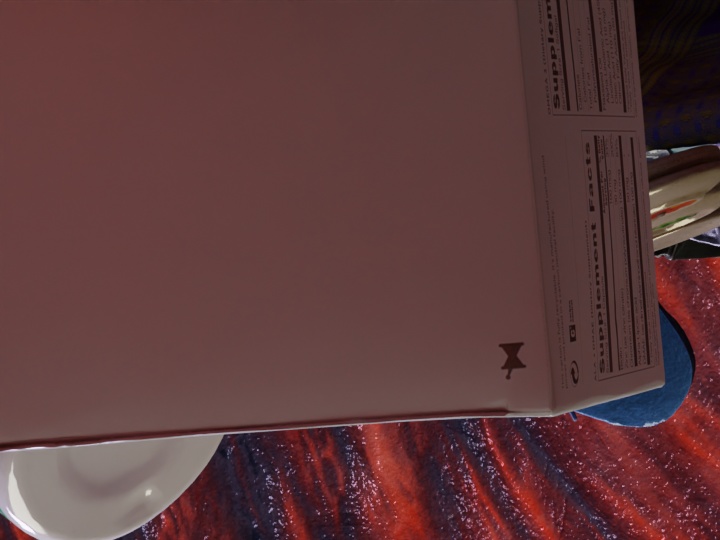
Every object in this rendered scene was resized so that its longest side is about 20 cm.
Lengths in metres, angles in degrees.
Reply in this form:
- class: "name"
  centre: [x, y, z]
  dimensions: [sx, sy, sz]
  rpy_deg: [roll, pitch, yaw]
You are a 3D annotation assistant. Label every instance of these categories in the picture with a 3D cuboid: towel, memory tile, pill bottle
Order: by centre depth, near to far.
- class: "towel"
  centre: [0.124, -0.084, 1.023]
  dimensions: [0.200, 0.023, 0.144]
  rpy_deg: [-3, -149, 36]
- class: "memory tile"
  centre: [0.034, 0.005, 1.023]
  dimensions: [0.200, 0.017, 0.153]
  rpy_deg: [-21, 174, 6]
- class: "pill bottle"
  centre: [-0.150, 0.015, 1.194]
  dimensions: [0.113, 0.113, 0.200]
  rpy_deg: [-5, -150, -43]

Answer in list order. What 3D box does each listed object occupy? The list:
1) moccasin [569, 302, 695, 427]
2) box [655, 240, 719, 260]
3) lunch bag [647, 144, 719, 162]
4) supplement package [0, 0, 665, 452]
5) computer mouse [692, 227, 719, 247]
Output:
- class: "moccasin"
  centre: [0.063, -0.006, 1.327]
  dimensions: [0.200, 0.081, 0.068]
  rpy_deg: [35, -169, 1]
- class: "box"
  centre: [0.080, -0.059, 1.357]
  dimensions: [0.200, 0.048, 0.193]
  rpy_deg: [23, -174, 16]
- class: "lunch bag"
  centre: [0.170, -0.089, 1.189]
  dimensions: [0.161, 0.083, 0.200]
  rpy_deg: [-8, 180, 25]
- class: "supplement package"
  centre: [-0.028, -0.032, 0.865]
  dimensions: [0.200, 0.156, 0.111]
  rpy_deg: [-5, -179, 21]
- class: "computer mouse"
  centre: [0.114, -0.030, 1.184]
  dimensions: [0.200, 0.034, 0.059]
  rpy_deg: [-1, -165, -35]
